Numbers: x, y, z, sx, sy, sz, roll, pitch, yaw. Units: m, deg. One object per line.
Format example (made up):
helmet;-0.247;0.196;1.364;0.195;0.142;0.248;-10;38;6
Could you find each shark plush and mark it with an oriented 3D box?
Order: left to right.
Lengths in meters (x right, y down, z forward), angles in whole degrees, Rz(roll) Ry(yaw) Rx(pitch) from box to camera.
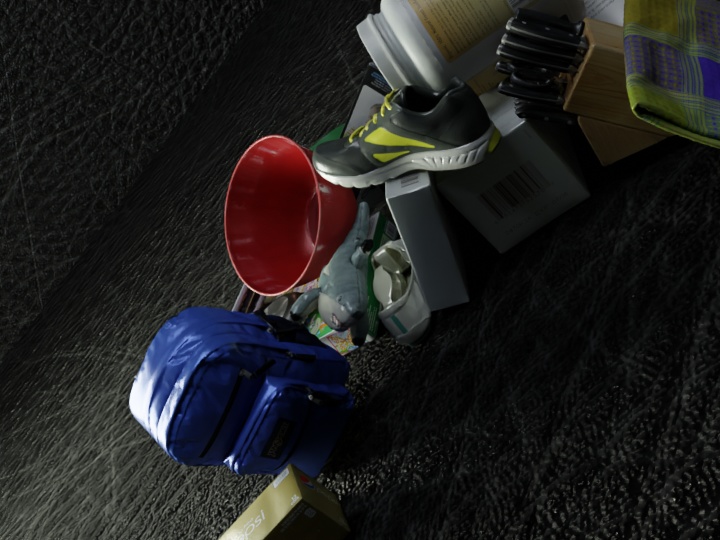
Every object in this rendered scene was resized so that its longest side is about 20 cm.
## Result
shark plush;0.000;0.000;0.970;0.083;0.091;0.200;-56;4;44

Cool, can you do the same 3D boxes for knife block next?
knife block;0.230;-0.194;0.781;0.200;0.176;0.064;-23;34;24

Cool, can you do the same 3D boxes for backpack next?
backpack;-0.119;0.126;0.879;0.168;0.200;0.163;28;96;48

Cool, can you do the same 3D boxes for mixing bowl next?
mixing bowl;-0.075;-0.068;1.088;0.200;0.108;0.201;1;91;48

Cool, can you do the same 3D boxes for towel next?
towel;0.297;-0.180;0.738;0.023;0.143;0.200;109;178;-50

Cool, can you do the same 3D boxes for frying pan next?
frying pan;-0.104;0.088;1.063;0.115;0.031;0.190;-45;22;15

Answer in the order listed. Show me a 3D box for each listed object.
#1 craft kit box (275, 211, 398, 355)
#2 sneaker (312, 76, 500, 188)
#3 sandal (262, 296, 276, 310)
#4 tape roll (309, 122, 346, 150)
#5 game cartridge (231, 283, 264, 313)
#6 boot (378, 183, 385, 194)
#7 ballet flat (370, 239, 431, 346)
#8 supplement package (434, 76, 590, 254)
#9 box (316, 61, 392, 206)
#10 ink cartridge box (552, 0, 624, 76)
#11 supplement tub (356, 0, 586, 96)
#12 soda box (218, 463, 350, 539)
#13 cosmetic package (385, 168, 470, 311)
craft kit box;-0.046;0.042;1.111;0.197;0.048;0.200;-35;28;36
sneaker;0.036;-0.141;0.840;0.200;0.085;0.075;-8;36;27
sandal;-0.094;-0.025;1.271;0.200;0.054;0.080;-51;24;-4
tape roll;-0.059;-0.135;1.271;0.200;0.048;0.200;-44;-6;-6
game cartridge;-0.175;0.102;1.182;0.133;0.041;0.200;119;172;-45
boot;0.088;-0.176;1.078;0.158;0.079;0.211;-52;-16;-13
ballet flat;0.042;0.006;0.982;0.069;0.069;0.200;-40;26;21
supplement package;0.156;-0.137;0.931;0.117;0.117;0.200;-36;28;26
box;0.026;-0.181;1.140;0.117;0.060;0.200;-32;-28;-54
ink cartridge box;0.265;-0.277;0.921;0.145;0.084;0.200;-38;46;25
supplement tub;0.111;-0.257;0.869;0.200;0.144;0.145;-32;28;14
soda box;-0.105;0.288;0.818;0.200;0.068;0.064;-47;24;4
cosmetic package;0.072;-0.075;0.942;0.052;0.151;0.200;-17;33;13
